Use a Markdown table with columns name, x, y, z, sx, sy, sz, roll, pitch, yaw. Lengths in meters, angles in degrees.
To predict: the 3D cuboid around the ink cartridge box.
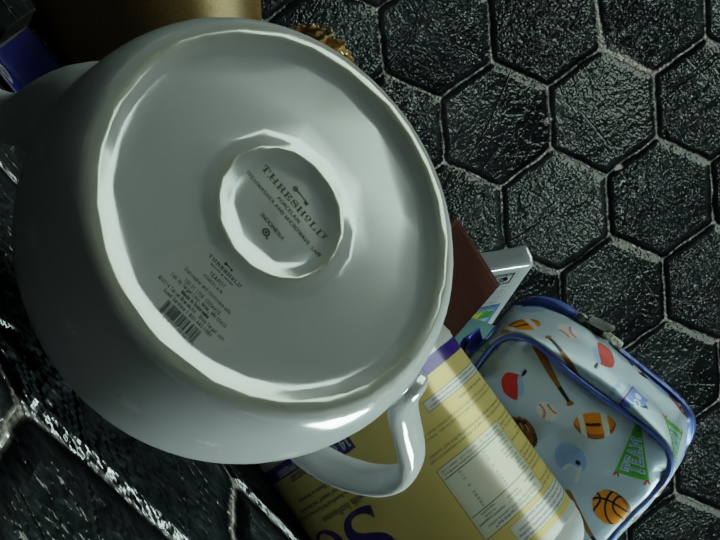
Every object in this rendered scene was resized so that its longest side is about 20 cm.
| name | x | y | z | sx | sy | sz | roll | pitch | yaw |
| --- | --- | --- | --- | --- | --- | --- | --- | --- | --- |
| ink cartridge box | -0.229 | -0.141 | 0.949 | 0.095 | 0.037 | 0.200 | 54 | 3 | -20 |

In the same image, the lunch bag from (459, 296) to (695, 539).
| name | x | y | z | sx | sy | sz | roll | pitch | yaw |
| --- | --- | --- | --- | --- | --- | --- | --- | --- | --- |
| lunch bag | 0.118 | 0.116 | 0.856 | 0.160 | 0.200 | 0.076 | 38 | 37 | 8 |

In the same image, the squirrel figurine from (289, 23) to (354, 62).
| name | x | y | z | sx | sy | sz | roll | pitch | yaw |
| --- | --- | --- | --- | --- | --- | --- | --- | --- | --- |
| squirrel figurine | -0.084 | -0.075 | 0.835 | 0.187 | 0.200 | 0.141 | 36 | -5 | -35 |

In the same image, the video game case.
| name | x | y | z | sx | sy | sz | roll | pitch | yaw |
| --- | --- | --- | --- | --- | --- | --- | --- | --- | --- |
| video game case | 0.034 | 0.039 | 1.124 | 0.182 | 0.200 | 0.022 | 112 | -35 | -63 |

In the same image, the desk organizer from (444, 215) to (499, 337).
| name | x | y | z | sx | sy | sz | roll | pitch | yaw |
| --- | --- | --- | --- | --- | --- | --- | --- | --- | --- |
| desk organizer | 0.000 | 0.000 | 0.919 | 0.200 | 0.077 | 0.072 | 13 | -35 | 53 |

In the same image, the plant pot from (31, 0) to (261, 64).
| name | x | y | z | sx | sy | sz | roll | pitch | yaw |
| --- | --- | --- | --- | --- | --- | --- | --- | --- | --- |
| plant pot | -0.147 | -0.185 | 0.930 | 0.186 | 0.186 | 0.200 | 53 | 14 | -63 |

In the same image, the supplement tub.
| name | x | y | z | sx | sy | sz | roll | pitch | yaw |
| --- | --- | --- | --- | --- | --- | --- | --- | --- | --- |
| supplement tub | 0.045 | 0.145 | 0.776 | 0.200 | 0.145 | 0.145 | 54 | 1 | 4 |

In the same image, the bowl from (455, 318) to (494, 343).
| name | x | y | z | sx | sy | sz | roll | pitch | yaw |
| --- | --- | --- | --- | --- | --- | --- | --- | --- | --- |
| bowl | 0.060 | 0.140 | 1.057 | 0.201 | 0.201 | 0.105 | 54 | 16 | 9 |

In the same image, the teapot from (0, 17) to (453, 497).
| name | x | y | z | sx | sy | sz | roll | pitch | yaw |
| --- | --- | --- | --- | --- | --- | --- | --- | --- | --- |
| teapot | -0.064 | -0.001 | 0.555 | 0.146 | 0.197 | 0.200 | -30 | -118 | 55 |
